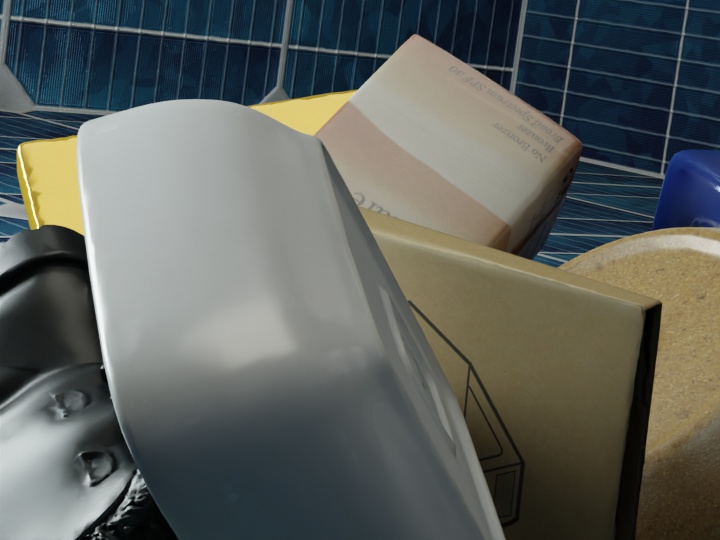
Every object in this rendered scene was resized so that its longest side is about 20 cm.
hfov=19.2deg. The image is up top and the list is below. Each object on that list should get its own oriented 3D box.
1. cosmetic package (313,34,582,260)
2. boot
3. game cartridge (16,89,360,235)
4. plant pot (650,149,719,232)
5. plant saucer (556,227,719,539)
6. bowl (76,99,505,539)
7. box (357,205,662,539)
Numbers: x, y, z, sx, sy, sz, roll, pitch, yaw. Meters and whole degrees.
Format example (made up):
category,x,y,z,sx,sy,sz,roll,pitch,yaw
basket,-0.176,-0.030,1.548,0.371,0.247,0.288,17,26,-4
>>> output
category,x,y,z,sx,sy,sz,roll,pitch,yaw
cosmetic package,0.000,0.000,0.950,0.103,0.087,0.200,33,57,12
boot,-0.138,0.088,0.739,0.073,0.198,0.163,45,11,-44
game cartridge,-0.050,-0.001,1.018,0.199,0.177,0.032,-10,-33,-13
plant pot,0.243,0.066,0.964,0.199,0.201,0.180,5,16,-22
plant saucer,0.106,0.045,0.853,0.200,0.035,0.201,-24,32,16
bowl,-0.012,0.048,0.685,0.074,0.200,0.200,-24,33,5
box,0.014,0.060,0.808,0.199,0.164,0.021,18,27,31
